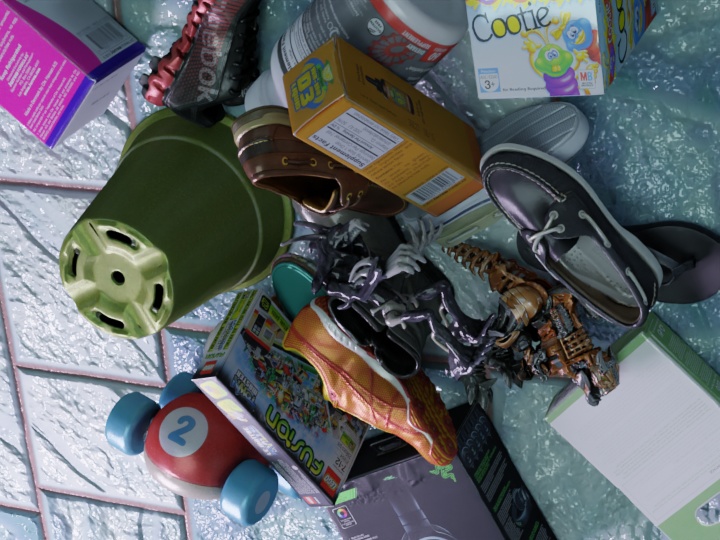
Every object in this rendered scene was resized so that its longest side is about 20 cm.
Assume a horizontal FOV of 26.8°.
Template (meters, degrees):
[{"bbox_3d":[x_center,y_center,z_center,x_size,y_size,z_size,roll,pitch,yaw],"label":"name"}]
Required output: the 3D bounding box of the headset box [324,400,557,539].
[{"bbox_3d":[0.077,0.247,1.525,0.173,0.093,0.202,-22,104,30],"label":"headset box"}]

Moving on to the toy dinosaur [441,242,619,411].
[{"bbox_3d":[0.152,0.049,1.402,0.136,0.101,0.201,-52,51,30],"label":"toy dinosaur"}]

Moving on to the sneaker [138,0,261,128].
[{"bbox_3d":[-0.124,-0.210,1.395,0.098,0.071,0.201,39,126,1],"label":"sneaker"}]

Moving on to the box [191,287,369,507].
[{"bbox_3d":[-0.071,0.125,1.459,0.034,0.111,0.200,-9,132,39],"label":"box"}]

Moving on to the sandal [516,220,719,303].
[{"bbox_3d":[0.235,-0.007,1.356,0.198,0.043,0.077,7,118,20],"label":"sandal"}]

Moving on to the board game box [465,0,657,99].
[{"bbox_3d":[0.161,-0.218,1.188,0.104,0.200,0.104,1,116,23],"label":"board game box"}]

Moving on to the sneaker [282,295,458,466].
[{"bbox_3d":[0.012,0.111,1.423,0.200,0.073,0.077,45,116,3],"label":"sneaker"}]

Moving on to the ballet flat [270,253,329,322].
[{"bbox_3d":[-0.011,0.057,1.481,0.069,0.071,0.201,-34,99,39],"label":"ballet flat"}]

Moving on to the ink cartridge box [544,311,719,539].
[{"bbox_3d":[0.291,0.157,1.412,0.200,0.048,0.146,43,124,-2],"label":"ink cartridge box"}]

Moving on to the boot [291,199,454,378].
[{"bbox_3d":[0.000,0.000,1.411,0.200,0.131,0.068,43,123,-2],"label":"boot"}]

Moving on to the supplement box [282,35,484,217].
[{"bbox_3d":[0.023,-0.118,1.278,0.068,0.067,0.199,-30,143,27],"label":"supplement box"}]

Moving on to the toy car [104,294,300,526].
[{"bbox_3d":[-0.128,0.114,1.515,0.183,0.176,0.202,25,111,23],"label":"toy car"}]

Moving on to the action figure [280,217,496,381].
[{"bbox_3d":[0.033,0.003,1.329,0.199,0.119,0.102,36,120,-6],"label":"action figure"}]

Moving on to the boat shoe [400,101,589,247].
[{"bbox_3d":[0.127,-0.086,1.360,0.199,0.073,0.062,-27,137,32],"label":"boat shoe"}]

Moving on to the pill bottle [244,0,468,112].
[{"bbox_3d":[-0.007,-0.189,1.328,0.116,0.116,0.200,46,124,-4],"label":"pill bottle"}]

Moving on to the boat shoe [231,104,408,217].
[{"bbox_3d":[-0.031,-0.078,1.321,0.072,0.199,0.068,-28,57,35],"label":"boat shoe"}]

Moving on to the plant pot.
[{"bbox_3d":[-0.190,-0.032,1.443,0.198,0.190,0.203,10,118,19],"label":"plant pot"}]

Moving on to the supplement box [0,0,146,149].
[{"bbox_3d":[-0.325,-0.231,1.455,0.200,0.101,0.103,42,125,0],"label":"supplement box"}]

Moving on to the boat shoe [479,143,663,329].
[{"bbox_3d":[0.177,-0.027,1.296,0.200,0.061,0.074,43,132,-15],"label":"boat shoe"}]
